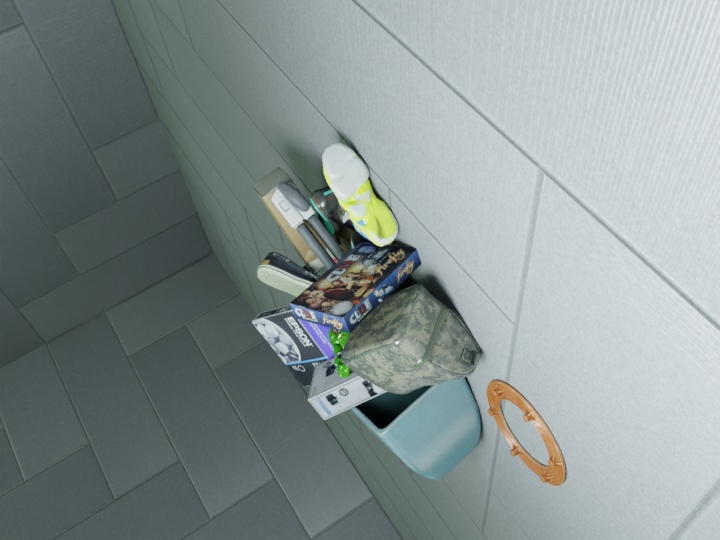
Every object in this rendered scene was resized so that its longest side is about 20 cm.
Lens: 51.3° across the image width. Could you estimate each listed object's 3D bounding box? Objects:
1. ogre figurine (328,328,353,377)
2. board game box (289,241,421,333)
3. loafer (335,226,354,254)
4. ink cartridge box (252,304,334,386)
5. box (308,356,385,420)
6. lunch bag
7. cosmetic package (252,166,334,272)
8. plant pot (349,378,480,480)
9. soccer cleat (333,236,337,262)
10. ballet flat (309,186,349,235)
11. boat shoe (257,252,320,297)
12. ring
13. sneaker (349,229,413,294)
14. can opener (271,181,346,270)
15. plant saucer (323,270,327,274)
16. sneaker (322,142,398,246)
[{"bbox_3d":[-0.036,0.088,1.441,0.120,0.097,0.201,-133,23,-71],"label":"ogre figurine"},{"bbox_3d":[-0.008,0.023,1.292,0.135,0.200,0.035,10,131,43],"label":"board game box"},{"bbox_3d":[0.000,0.000,1.547,0.201,0.067,0.076,57,165,13],"label":"loafer"},{"bbox_3d":[-0.104,0.155,1.574,0.199,0.043,0.199,-17,116,44],"label":"ink cartridge box"},{"bbox_3d":[0.000,0.202,1.477,0.060,0.199,0.117,54,-161,-22],"label":"box"},{"bbox_3d":[0.088,0.135,1.289,0.167,0.140,0.200,39,145,-18],"label":"lunch bag"},{"bbox_3d":[-0.132,-0.104,1.537,0.201,0.071,0.105,57,174,-27],"label":"cosmetic package"},{"bbox_3d":[0.123,0.288,1.474,0.201,0.196,0.196,55,168,-23],"label":"plant pot"},{"bbox_3d":[-0.036,-0.013,1.623,0.201,0.076,0.067,57,164,9],"label":"soccer cleat"},{"bbox_3d":[-0.051,-0.117,1.478,0.068,0.068,0.200,56,176,10],"label":"ballet flat"},{"bbox_3d":[-0.113,0.022,1.523,0.199,0.063,0.075,26,143,-16],"label":"boat shoe"},{"bbox_3d":[0.272,0.276,1.263,0.201,0.019,0.201,53,164,23],"label":"ring"},{"bbox_3d":[0.036,0.027,1.443,0.201,0.083,0.121,61,162,25],"label":"sneaker"},{"bbox_3d":[-0.096,-0.082,1.431,0.200,0.053,0.067,52,177,-1],"label":"can opener"},{"bbox_3d":[-0.077,0.080,1.767,0.035,0.201,0.201,25,154,15],"label":"plant saucer"},{"bbox_3d":[-0.012,-0.127,1.337,0.201,0.075,0.105,60,166,-2],"label":"sneaker"}]
